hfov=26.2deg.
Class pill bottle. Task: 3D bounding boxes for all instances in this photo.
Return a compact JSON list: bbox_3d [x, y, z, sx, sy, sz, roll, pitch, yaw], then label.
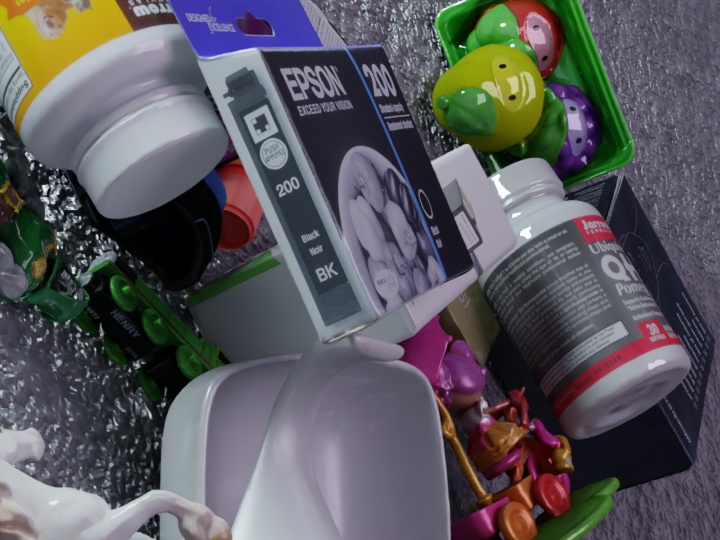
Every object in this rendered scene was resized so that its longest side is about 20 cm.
[{"bbox_3d":[0.158,0.018,1.190,0.110,0.110,0.201,8,49,-58],"label":"pill bottle"},{"bbox_3d":[-0.150,-0.131,0.809,0.201,0.109,0.109,58,27,13],"label":"pill bottle"}]

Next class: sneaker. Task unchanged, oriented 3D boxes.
[{"bbox_3d":[-0.148,-0.074,0.912,0.200,0.070,0.078,49,29,-31],"label":"sneaker"}]

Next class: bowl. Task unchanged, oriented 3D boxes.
[{"bbox_3d":[-0.038,0.149,0.887,0.199,0.074,0.202,4,82,-47],"label":"bowl"}]

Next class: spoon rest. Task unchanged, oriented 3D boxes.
[{"bbox_3d":[-0.029,0.131,0.817,0.099,0.060,0.202,19,83,-42],"label":"spoon rest"}]

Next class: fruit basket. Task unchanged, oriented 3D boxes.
[{"bbox_3d":[0.149,-0.167,1.425,0.216,0.154,0.217,-22,90,-79],"label":"fruit basket"}]

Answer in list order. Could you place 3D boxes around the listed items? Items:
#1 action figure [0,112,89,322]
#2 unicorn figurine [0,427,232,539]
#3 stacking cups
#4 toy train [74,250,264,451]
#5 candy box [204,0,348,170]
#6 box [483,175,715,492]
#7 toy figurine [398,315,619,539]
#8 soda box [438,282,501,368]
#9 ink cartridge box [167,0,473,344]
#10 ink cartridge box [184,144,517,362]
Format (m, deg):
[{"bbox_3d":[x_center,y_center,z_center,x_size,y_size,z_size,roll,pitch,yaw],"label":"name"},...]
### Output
[{"bbox_3d":[-0.207,-0.052,0.817,0.201,0.054,0.119,58,27,-25],"label":"action figure"},{"bbox_3d":[-0.136,0.147,0.748,0.136,0.074,0.202,7,72,-24],"label":"unicorn figurine"},{"bbox_3d":[-0.067,-0.097,1.073,0.061,0.060,0.201,50,33,-29],"label":"stacking cups"},{"bbox_3d":[-0.101,0.063,0.929,0.200,0.041,0.057,51,23,-28],"label":"toy train"},{"bbox_3d":[-0.116,-0.161,0.958,0.200,0.136,0.061,48,33,-29],"label":"candy box"},{"bbox_3d":[0.213,0.058,1.378,0.201,0.123,0.197,58,28,-18],"label":"box"},{"bbox_3d":[0.082,0.115,1.106,0.199,0.150,0.185,-24,82,-53],"label":"toy figurine"},{"bbox_3d":[0.029,-0.012,1.176,0.201,0.064,0.068,59,29,-14],"label":"soda box"},{"bbox_3d":[-0.015,-0.073,0.840,0.201,0.043,0.198,65,20,0],"label":"ink cartridge box"},{"bbox_3d":[0.000,0.000,1.032,0.085,0.145,0.200,63,28,-4],"label":"ink cartridge box"}]
